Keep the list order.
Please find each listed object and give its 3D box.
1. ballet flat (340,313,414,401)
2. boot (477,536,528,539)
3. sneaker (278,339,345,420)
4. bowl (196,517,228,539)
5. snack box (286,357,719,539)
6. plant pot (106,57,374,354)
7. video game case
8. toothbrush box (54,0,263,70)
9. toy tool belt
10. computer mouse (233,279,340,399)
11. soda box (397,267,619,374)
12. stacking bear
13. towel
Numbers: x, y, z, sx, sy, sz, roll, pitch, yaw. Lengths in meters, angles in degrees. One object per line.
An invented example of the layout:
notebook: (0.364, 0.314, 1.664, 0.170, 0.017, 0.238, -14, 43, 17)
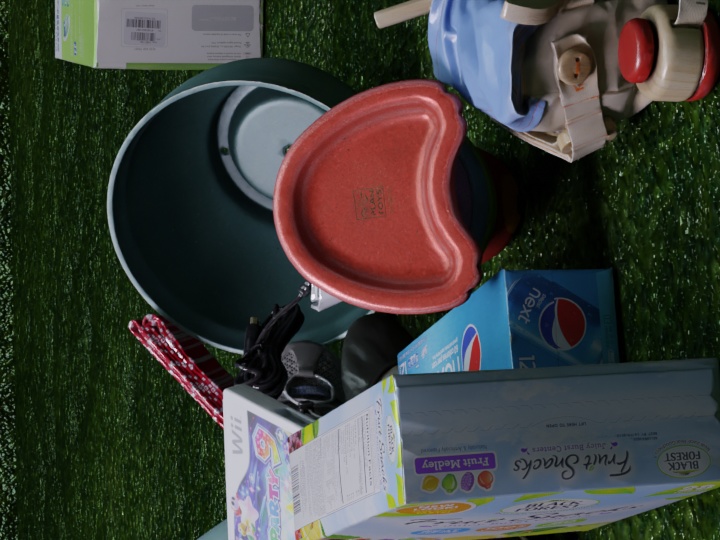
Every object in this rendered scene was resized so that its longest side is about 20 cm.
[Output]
ballet flat: (0.039, 0.121, 1.541, 0.068, 0.068, 0.201, -23, 78, 62)
boot: (0.065, 0.241, 1.367, 0.144, 0.072, 0.201, -45, 59, 59)
sneaker: (-0.026, 0.110, 1.574, 0.201, 0.074, 0.082, -99, 6, -47)
bowl: (-0.080, 0.258, 1.672, 0.201, 0.104, 0.202, 37, -134, -51)
snack box: (0.068, 0.094, 1.239, 0.200, 0.167, 0.068, 138, 128, -70)
plant pot: (-0.058, -0.061, 1.679, 0.134, 0.199, 0.201, -68, -12, -61)
video game case: (-0.019, 0.161, 1.447, 0.200, 0.018, 0.144, 23, 120, 52)
toothbrush box: (-0.174, -0.217, 2.111, 0.200, 0.145, 0.087, -154, 65, -71)
toy tool belt: (0.087, -0.117, 1.250, 0.200, 0.122, 0.126, -146, 57, -70)
computer mouse: (0.000, 0.000, 1.565, 0.200, 0.044, 0.110, -44, 9, 15)
soda box: (0.080, 0.056, 1.383, 0.200, 0.064, 0.068, 135, 133, -69)
stacking bear: (0.033, -0.037, 1.394, 0.200, 0.113, 0.122, -2, -95, -73)
towel: (-0.074, 0.103, 1.711, 0.200, 0.022, 0.145, 46, -177, 5)
